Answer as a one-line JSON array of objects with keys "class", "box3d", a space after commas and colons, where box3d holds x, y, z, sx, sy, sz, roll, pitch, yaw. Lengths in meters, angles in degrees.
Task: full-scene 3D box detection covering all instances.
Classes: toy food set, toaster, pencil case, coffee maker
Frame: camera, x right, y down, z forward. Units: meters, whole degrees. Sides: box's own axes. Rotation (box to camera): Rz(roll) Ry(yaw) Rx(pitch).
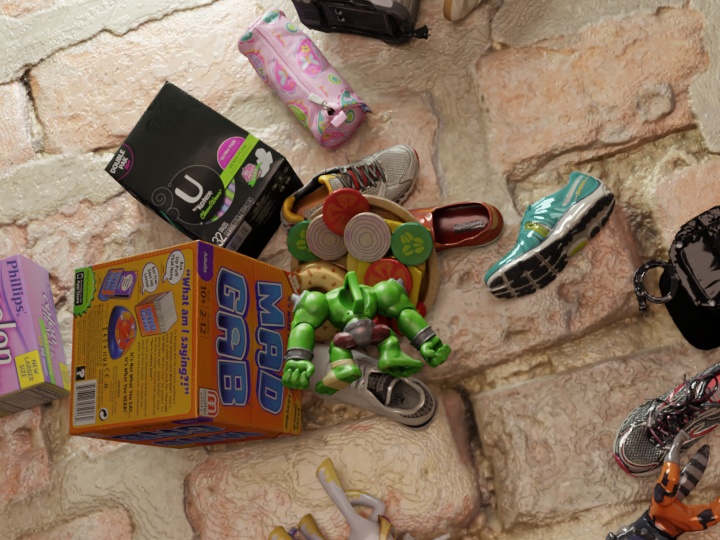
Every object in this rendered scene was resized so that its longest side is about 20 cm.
[{"class": "toy food set", "box3d": [0.000, 0.000, 1.579, 0.197, 0.049, 0.201, 12, 104, 10]}, {"class": "toaster", "box3d": [0.010, -0.385, 1.676, 0.197, 0.114, 0.131, 11, 76, 14]}, {"class": "pencil case", "box3d": [-0.076, -0.253, 1.673, 0.087, 0.087, 0.201, -39, 72, -1]}, {"class": "coffee maker", "box3d": [0.402, 0.008, 1.463, 0.189, 0.200, 0.137, -3, 73, 7]}]

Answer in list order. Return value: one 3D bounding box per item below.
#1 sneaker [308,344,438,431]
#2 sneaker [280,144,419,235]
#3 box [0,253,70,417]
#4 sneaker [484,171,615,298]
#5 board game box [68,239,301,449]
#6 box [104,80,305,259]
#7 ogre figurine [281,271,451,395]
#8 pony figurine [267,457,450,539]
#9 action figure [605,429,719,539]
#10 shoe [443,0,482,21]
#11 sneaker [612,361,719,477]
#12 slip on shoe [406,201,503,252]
[{"class": "sneaker", "box3d": [0.002, 0.134, 1.565, 0.198, 0.081, 0.077, 17, 81, 15]}, {"class": "sneaker", "box3d": [-0.012, -0.100, 1.624, 0.199, 0.082, 0.078, -31, 72, 0]}, {"class": "box", "box3d": [-0.499, 0.100, 1.653, 0.198, 0.097, 0.178, -17, 74, 5]}, {"class": "sneaker", "box3d": [0.229, -0.043, 1.584, 0.200, 0.078, 0.080, -42, 54, -7]}, {"class": "board game box", "box3d": [-0.206, 0.098, 1.516, 0.198, 0.199, 0.203, -11, 73, 32]}, {"class": "box", "box3d": [-0.200, -0.120, 1.640, 0.199, 0.124, 0.149, 34, 84, 17]}, {"class": "ogre figurine", "box3d": [-0.001, 0.072, 1.505, 0.198, 0.098, 0.121, -16, 66, 5]}, {"class": "pony figurine", "box3d": [-0.010, 0.347, 1.491, 0.199, 0.167, 0.194, 30, 75, 31]}, {"class": "action figure", "box3d": [0.373, 0.305, 1.460, 0.199, 0.105, 0.194, 35, 98, -17]}, {"class": "shoe", "box3d": [0.175, -0.412, 1.674, 0.053, 0.070, 0.201, 28, 80, 23]}, {"class": "sneaker", "box3d": [0.381, 0.165, 1.493, 0.199, 0.075, 0.081, -39, 73, 0]}, {"class": "slip on shoe", "box3d": [0.083, -0.050, 1.607, 0.197, 0.061, 0.075, -11, 76, 9]}]
